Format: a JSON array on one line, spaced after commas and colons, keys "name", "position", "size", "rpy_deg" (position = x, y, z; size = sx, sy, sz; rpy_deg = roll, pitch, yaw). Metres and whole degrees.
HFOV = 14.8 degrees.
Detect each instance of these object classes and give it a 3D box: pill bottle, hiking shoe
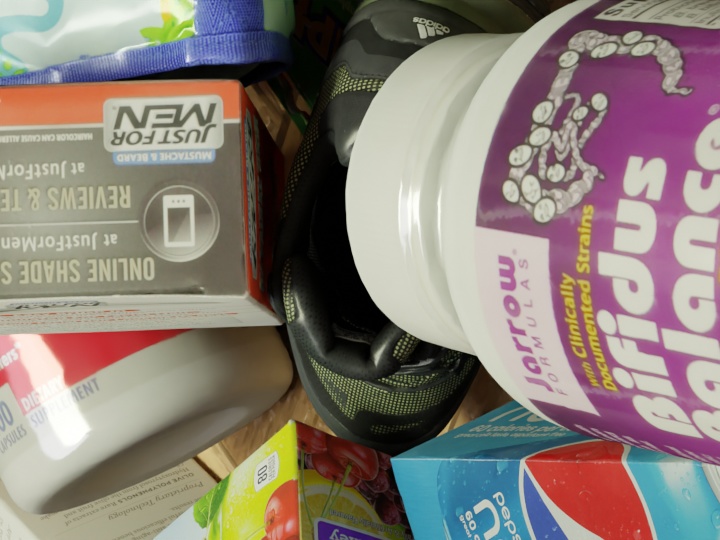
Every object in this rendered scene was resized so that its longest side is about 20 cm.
[{"name": "pill bottle", "position": [0.090, -0.009, 0.653], "size": [0.200, 0.112, 0.113], "rpy_deg": [10, 117, 49]}, {"name": "pill bottle", "position": [-0.114, -0.023, 0.999], "size": [0.200, 0.112, 0.112], "rpy_deg": [63, 150, 10]}, {"name": "hiking shoe", "position": [0.000, 0.000, 0.812], "size": [0.076, 0.101, 0.200], "rpy_deg": [20, 140, 12]}]

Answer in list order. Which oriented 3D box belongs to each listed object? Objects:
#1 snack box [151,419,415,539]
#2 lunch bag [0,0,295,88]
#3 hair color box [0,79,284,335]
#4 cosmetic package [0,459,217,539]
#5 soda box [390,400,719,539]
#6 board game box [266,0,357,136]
[{"name": "snack box", "position": [-0.039, 0.176, 0.857], "size": [0.169, 0.068, 0.200], "rpy_deg": [-41, 38, 41]}, {"name": "lunch bag", "position": [-0.083, -0.133, 0.833], "size": [0.200, 0.127, 0.170], "rpy_deg": [-5, 93, 63]}, {"name": "hair color box", "position": [-0.081, -0.015, 0.835], "size": [0.200, 0.111, 0.064], "rpy_deg": [70, -162, -88]}, {"name": "cosmetic package", "position": [-0.061, 0.160, 1.055], "size": [0.200, 0.085, 0.108], "rpy_deg": [39, 138, 40]}, {"name": "soda box", "position": [0.093, 0.069, 0.762], "size": [0.200, 0.068, 0.064], "rpy_deg": [-7, 103, 60]}, {"name": "board game box", "position": [0.010, -0.107, 0.827], "size": [0.096, 0.030, 0.200], "rpy_deg": [57, 146, 21]}]
